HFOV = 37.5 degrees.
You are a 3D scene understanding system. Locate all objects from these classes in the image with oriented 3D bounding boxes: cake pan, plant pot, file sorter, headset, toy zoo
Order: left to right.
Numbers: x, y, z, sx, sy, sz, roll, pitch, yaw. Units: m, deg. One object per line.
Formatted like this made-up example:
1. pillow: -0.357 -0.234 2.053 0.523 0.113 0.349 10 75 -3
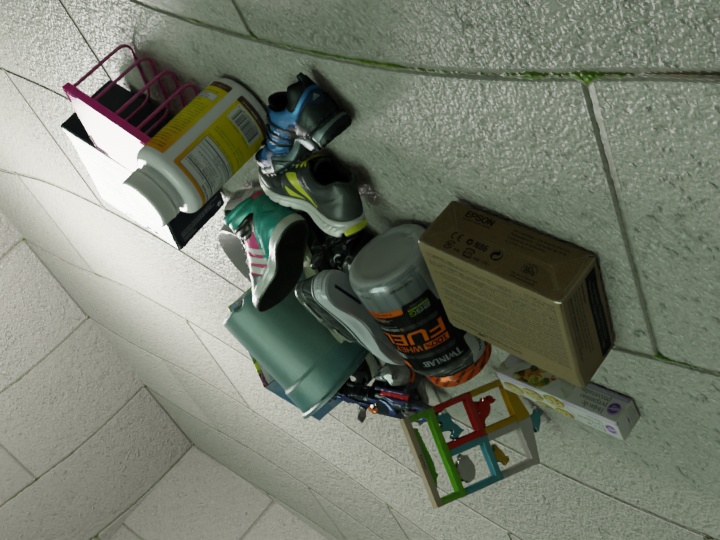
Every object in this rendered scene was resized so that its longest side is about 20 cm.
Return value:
1. file sorter: -0.301 -0.217 1.540 0.200 0.125 0.139 34 159 26
2. cake pan: -0.171 -0.017 1.825 0.200 0.037 0.201 37 159 17
3. plant pot: -0.095 0.091 1.648 0.196 0.200 0.200 41 160 -3
4. headset: 0.000 0.000 1.448 0.123 0.094 0.200 35 172 34
5. toy zoo: 0.167 0.234 1.489 0.132 0.199 0.020 68 161 6

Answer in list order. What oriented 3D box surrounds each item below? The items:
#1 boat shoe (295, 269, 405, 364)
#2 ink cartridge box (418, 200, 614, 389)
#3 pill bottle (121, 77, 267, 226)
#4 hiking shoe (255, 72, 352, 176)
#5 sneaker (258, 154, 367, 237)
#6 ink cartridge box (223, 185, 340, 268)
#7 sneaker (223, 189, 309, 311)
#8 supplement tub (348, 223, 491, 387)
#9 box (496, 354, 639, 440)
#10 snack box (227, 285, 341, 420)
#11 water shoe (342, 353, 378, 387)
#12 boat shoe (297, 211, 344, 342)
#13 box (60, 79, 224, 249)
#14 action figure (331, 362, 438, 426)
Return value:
1. boat shoe: -0.006 0.059 1.409 0.071 0.072 0.200 -4 143 44
2. ink cartridge box: 0.178 0.026 1.205 0.199 0.075 0.165 25 155 36
3. pill bottle: -0.218 -0.153 1.402 0.109 0.200 0.109 36 159 17
4. hiking shoe: -0.083 -0.180 1.305 0.087 0.074 0.200 54 149 -9
5. sneaker: -0.061 -0.121 1.391 0.200 0.074 0.085 32 135 36
6. ink cartridge box: -0.100 -0.053 1.630 0.200 0.050 0.161 37 163 -23
7. sneaker: -0.143 -0.040 1.496 0.121 0.083 0.201 48 143 23
8. supplement tub: 0.082 0.049 1.362 0.122 0.123 0.200 12 145 54
9. box: 0.262 0.158 1.365 0.199 0.039 0.042 21 152 45
10. snack box: -0.130 0.144 1.848 0.169 0.068 0.200 40 -167 -48
11. water shoe: -0.036 0.135 1.815 0.071 0.079 0.200 16 147 50
12. boat shoe: -0.045 0.004 1.533 0.200 0.066 0.074 66 162 -6
13. box: -0.347 -0.171 1.720 0.199 0.123 0.199 31 158 25
14. action figure: 0.036 0.198 1.785 0.199 0.105 0.194 15 151 3
